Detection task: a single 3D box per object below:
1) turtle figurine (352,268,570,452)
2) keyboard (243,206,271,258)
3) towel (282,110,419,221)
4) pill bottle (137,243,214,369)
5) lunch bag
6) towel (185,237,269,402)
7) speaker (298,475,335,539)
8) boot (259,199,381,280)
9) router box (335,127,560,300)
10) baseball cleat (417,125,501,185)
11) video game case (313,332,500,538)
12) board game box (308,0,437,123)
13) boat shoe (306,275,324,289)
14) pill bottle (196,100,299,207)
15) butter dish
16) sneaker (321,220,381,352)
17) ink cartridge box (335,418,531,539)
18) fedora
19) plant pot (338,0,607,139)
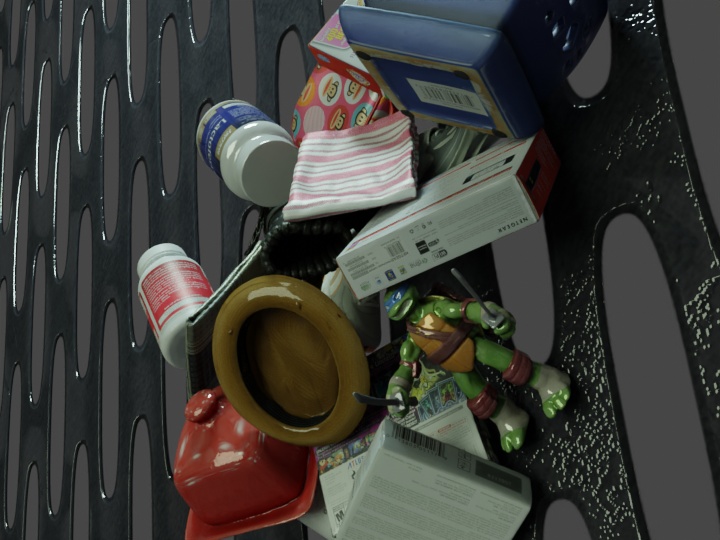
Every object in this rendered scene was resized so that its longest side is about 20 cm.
[{"bbox_3d":[0.096,0.100,0.829,0.145,0.193,0.200,-55,9,-2],"label":"turtle figurine"},{"bbox_3d":[-0.131,-0.045,1.292,0.127,0.020,0.202,28,102,49],"label":"keyboard"},{"bbox_3d":[-0.008,-0.120,0.972,0.145,0.030,0.201,-12,30,11],"label":"towel"},{"bbox_3d":[-0.285,0.050,1.383,0.113,0.111,0.200,-58,44,23],"label":"pill bottle"},{"bbox_3d":[0.001,-0.210,1.122,0.201,0.081,0.176,-59,44,22],"label":"lunch bag"},{"bbox_3d":[-0.168,0.068,1.147,0.034,0.200,0.194,24,137,16],"label":"towel"},{"bbox_3d":[-0.051,0.273,1.073,0.199,0.081,0.082,12,91,51],"label":"speaker"},{"bbox_3d":[-0.020,-0.068,0.998,0.210,0.080,0.158,-35,13,2],"label":"boot"},{"bbox_3d":[0.093,-0.061,0.875,0.199,0.180,0.049,-25,103,28],"label":"router box"},{"bbox_3d":[0.110,-0.155,0.988,0.201,0.069,0.107,-60,43,21],"label":"baseball cleat"},{"bbox_3d":[0.037,0.173,0.965,0.199,0.036,0.183,-31,52,18],"label":"video game case"},{"bbox_3d":[0.057,-0.275,1.020,0.199,0.040,0.153,34,81,34],"label":"board game box"},{"bbox_3d":[-0.090,0.058,1.175,0.066,0.071,0.203,26,104,41],"label":"boat shoe"},{"bbox_3d":[-0.157,-0.167,1.257,0.200,0.115,0.117,42,113,56],"label":"pill bottle"},{"bbox_3d":[-0.153,0.199,1.053,0.198,0.148,0.201,-21,37,25],"label":"butter dish"},{"bbox_3d":[0.000,0.000,1.084,0.092,0.075,0.202,-33,58,36],"label":"sneaker"},{"bbox_3d":[0.060,0.264,0.892,0.057,0.161,0.201,-72,5,-58],"label":"ink cartridge box"},{"bbox_3d":[-0.068,0.094,0.972,0.198,0.082,0.203,7,110,19],"label":"fedora"},{"bbox_3d":[0.106,-0.247,0.847,0.198,0.200,0.181,19,80,29],"label":"plant pot"}]
